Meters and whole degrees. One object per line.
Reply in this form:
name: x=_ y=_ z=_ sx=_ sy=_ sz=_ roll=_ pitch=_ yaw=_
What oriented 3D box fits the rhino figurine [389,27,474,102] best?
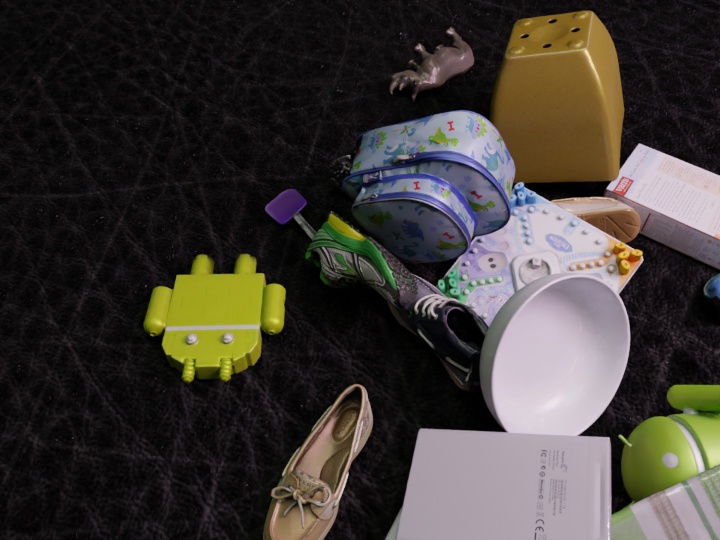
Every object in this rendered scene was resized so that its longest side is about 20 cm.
rhino figurine: x=0.130 y=-0.376 z=1.186 sx=0.199 sy=0.060 sz=0.087 roll=-36 pitch=69 yaw=-22

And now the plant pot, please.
plant pot: x=0.297 y=-0.273 z=0.979 sx=0.193 sy=0.201 sz=0.196 roll=2 pitch=48 yaw=24

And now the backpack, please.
backpack: x=0.097 y=-0.102 z=0.843 sx=0.199 sy=0.183 sz=0.148 roll=-11 pitch=52 yaw=34

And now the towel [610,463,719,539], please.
towel: x=0.338 y=0.258 z=0.592 sx=0.199 sy=0.031 sz=0.150 roll=-27 pitch=87 yaw=8

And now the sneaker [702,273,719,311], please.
sneaker: x=0.545 y=-0.004 z=0.855 sx=0.199 sy=0.090 sz=0.079 roll=-26 pitch=54 yaw=-19

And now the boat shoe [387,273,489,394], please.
boat shoe: x=0.100 y=0.054 z=0.803 sx=0.074 sy=0.093 sz=0.200 roll=-31 pitch=57 yaw=-18

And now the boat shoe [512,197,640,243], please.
boat shoe: x=0.296 y=-0.069 z=0.930 sx=0.198 sy=0.074 sz=0.069 roll=0 pitch=26 yaw=10

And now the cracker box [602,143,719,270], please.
cracker box: x=0.479 y=-0.099 z=0.957 sx=0.199 sy=0.058 sz=0.134 roll=31 pitch=57 yaw=23

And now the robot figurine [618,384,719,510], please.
robot figurine: x=0.366 y=0.208 z=0.661 sx=0.198 sy=0.116 sz=0.177 roll=-1 pitch=81 yaw=-2

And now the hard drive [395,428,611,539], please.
hard drive: x=0.142 y=0.225 z=0.634 sx=0.198 sy=0.027 sz=0.133 roll=-4 pitch=46 yaw=25

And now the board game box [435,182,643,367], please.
board game box: x=0.233 y=0.002 z=0.846 sx=0.199 sy=0.026 sz=0.200 roll=36 pitch=80 yaw=26

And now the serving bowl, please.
serving bowl: x=0.211 y=0.095 z=0.728 sx=0.199 sy=0.201 sz=0.066 roll=-25 pitch=23 yaw=-20

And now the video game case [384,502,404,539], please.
video game case: x=0.111 y=0.318 z=0.630 sx=0.199 sy=0.022 sz=0.182 roll=24 pitch=54 yaw=19

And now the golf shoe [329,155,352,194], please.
golf shoe: x=0.052 y=-0.157 z=1.007 sx=0.198 sy=0.078 sz=0.095 roll=4 pitch=33 yaw=1

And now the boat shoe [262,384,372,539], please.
boat shoe: x=-0.046 y=0.213 z=0.691 sx=0.073 sy=0.063 sz=0.201 roll=18 pitch=53 yaw=14

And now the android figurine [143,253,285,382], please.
android figurine: x=-0.189 y=0.060 z=0.836 sx=0.180 sy=0.041 sz=0.201 roll=0 pitch=48 yaw=0

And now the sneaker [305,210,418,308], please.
sneaker: x=0.000 y=0.000 z=0.840 sx=0.085 sy=0.078 sz=0.200 roll=-53 pitch=43 yaw=0

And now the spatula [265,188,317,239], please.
spatula: x=-0.071 y=-0.055 z=0.941 sx=0.056 sy=0.021 sz=0.200 roll=-41 pitch=63 yaw=-6
